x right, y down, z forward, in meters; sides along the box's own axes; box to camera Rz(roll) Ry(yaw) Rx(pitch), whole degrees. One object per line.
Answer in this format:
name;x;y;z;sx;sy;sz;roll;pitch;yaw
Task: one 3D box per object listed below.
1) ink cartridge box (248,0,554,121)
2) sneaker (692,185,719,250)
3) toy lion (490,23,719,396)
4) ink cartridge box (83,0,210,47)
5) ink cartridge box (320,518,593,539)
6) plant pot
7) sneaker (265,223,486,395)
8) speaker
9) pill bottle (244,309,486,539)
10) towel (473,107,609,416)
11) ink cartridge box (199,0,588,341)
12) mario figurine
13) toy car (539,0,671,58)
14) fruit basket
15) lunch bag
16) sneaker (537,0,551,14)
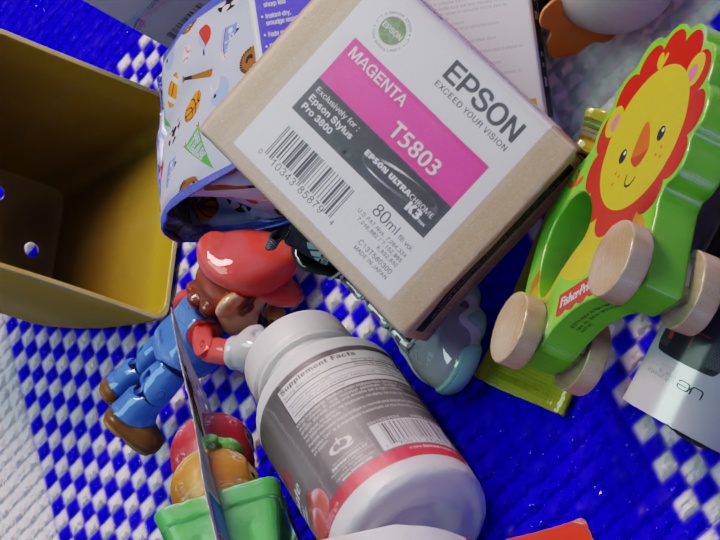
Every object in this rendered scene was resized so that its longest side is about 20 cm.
ink cartridge box;0.023;-0.181;1.305;0.196;0.043;0.202;-8;93;10
sneaker;0.204;-0.072;1.188;0.085;0.077;0.201;23;87;55
toy lion;0.161;-0.044;1.126;0.200;0.068;0.193;-40;32;59
ink cartridge box;-0.150;-0.272;1.571;0.145;0.199;0.083;-39;46;25
ink cartridge box;0.066;0.218;1.106;0.198;0.050;0.163;-13;49;-9
plant pot;-0.279;-0.055;1.619;0.176;0.199;0.202;-26;52;51
sneaker;0.000;0.000;1.309;0.078;0.139;0.201;-58;35;31
speaker;0.233;0.009;1.110;0.081;0.081;0.201;31;94;50
pill bottle;-0.005;0.116;1.284;0.111;0.110;0.200;-52;41;14
towel;0.143;-0.009;1.261;0.086;0.018;0.201;20;86;51
ink cartridge box;0.022;-0.081;1.238;0.200;0.075;0.165;44;97;13
mario figurine;-0.109;0.056;1.462;0.200;0.106;0.124;-47;65;19
toy car;0.166;-0.229;1.252;0.184;0.176;0.201;39;112;38
fruit basket;-0.090;0.153;1.324;0.093;0.186;0.201;-11;53;1
lunch bag;-0.075;-0.125;1.478;0.199;0.124;0.171;-22;56;29
sneaker;0.081;-0.177;1.364;0.201;0.083;0.077;-54;41;12
